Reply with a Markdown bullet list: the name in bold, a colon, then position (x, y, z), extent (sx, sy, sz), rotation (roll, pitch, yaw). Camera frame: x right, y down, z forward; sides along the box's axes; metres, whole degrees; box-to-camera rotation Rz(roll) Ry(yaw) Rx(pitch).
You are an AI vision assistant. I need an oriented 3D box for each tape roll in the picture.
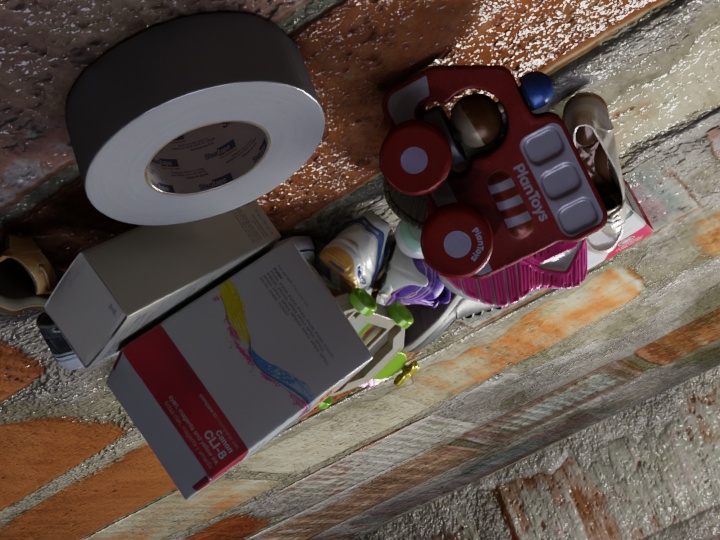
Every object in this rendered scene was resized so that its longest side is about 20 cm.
- **tape roll**: position (-0.131, -0.115, 0.900), extent (0.198, 0.067, 0.201), rotation (-20, 159, -8)

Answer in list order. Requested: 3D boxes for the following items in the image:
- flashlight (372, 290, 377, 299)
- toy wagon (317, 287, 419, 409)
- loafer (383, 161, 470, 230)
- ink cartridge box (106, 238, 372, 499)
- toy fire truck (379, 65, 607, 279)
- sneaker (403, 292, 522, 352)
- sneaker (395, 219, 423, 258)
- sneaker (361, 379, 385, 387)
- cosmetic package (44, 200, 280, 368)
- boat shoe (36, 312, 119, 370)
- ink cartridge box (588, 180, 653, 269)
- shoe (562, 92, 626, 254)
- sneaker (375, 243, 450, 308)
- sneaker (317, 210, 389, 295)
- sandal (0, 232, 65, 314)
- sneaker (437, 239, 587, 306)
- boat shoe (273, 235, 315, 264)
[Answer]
- **flashlight**: position (0.018, 0.053, 1.454), extent (0.198, 0.068, 0.068), rotation (-16, 164, -12)
- **toy wagon**: position (-0.010, 0.092, 1.264), extent (0.155, 0.040, 0.199), rotation (-45, 144, 20)
- **loafer**: position (0.115, -0.069, 1.134), extent (0.067, 0.198, 0.077), rotation (-13, 118, -59)
- **ink cartridge box**: position (-0.117, 0.095, 1.078), extent (0.199, 0.145, 0.145), rotation (-35, 175, -25)
- **toy fire truck**: position (0.115, -0.098, 1.026), extent (0.166, 0.202, 0.112), rotation (-26, -171, 11)
- **sneaker**: position (0.136, 0.042, 1.422), extent (0.106, 0.075, 0.200), rotation (35, 102, -36)
- **sneaker**: position (0.125, -0.089, 1.201), extent (0.199, 0.074, 0.118), rotation (-30, 167, -8)
- **sneaker**: position (-0.039, 0.095, 1.363), extent (0.198, 0.086, 0.081), rotation (-8, 113, -37)
- **cosmetic package**: position (-0.178, 0.000, 1.035), extent (0.199, 0.073, 0.103), rotation (-30, 170, -47)
- **boat shoe**: position (-0.241, 0.037, 1.146), extent (0.198, 0.072, 0.071), rotation (-26, 125, 9)
- **ink cartridge box**: position (0.257, -0.066, 1.378), extent (0.144, 0.084, 0.199), rotation (-30, 157, 19)
- **shoe**: position (0.248, -0.092, 1.212), extent (0.069, 0.054, 0.202), rotation (-10, 126, 10)
- **sneaker**: position (0.066, 0.018, 1.319), extent (0.200, 0.083, 0.081), rotation (-20, 133, -87)
- **sneaker**: position (0.000, 0.000, 1.289), extent (0.088, 0.075, 0.200), rotation (-48, 173, -17)
- **sandal**: position (-0.296, 0.000, 1.012), extent (0.054, 0.081, 0.200), rotation (-42, 157, 10)
- **sneaker**: position (0.153, -0.006, 1.219), extent (0.198, 0.083, 0.088), rotation (-2, -178, -37)
- **boat shoe**: position (-0.098, 0.041, 1.282), extent (0.074, 0.087, 0.202), rotation (-7, 155, -35)
